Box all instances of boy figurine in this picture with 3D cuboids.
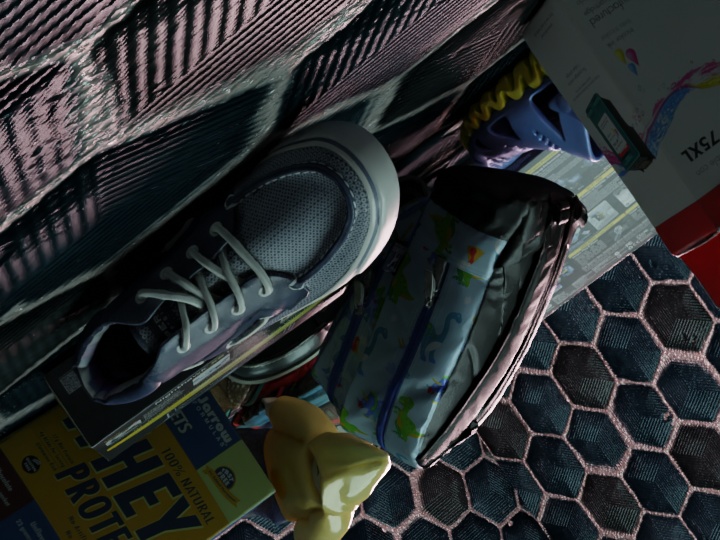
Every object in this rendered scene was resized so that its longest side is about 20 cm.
[{"bbox_3d":[-0.045,0.154,1.036,0.064,0.126,0.199,-8,179,-31],"label":"boy figurine"}]

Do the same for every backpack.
[{"bbox_3d":[0.056,0.031,0.954,0.163,0.152,0.203,-17,119,-70],"label":"backpack"}]

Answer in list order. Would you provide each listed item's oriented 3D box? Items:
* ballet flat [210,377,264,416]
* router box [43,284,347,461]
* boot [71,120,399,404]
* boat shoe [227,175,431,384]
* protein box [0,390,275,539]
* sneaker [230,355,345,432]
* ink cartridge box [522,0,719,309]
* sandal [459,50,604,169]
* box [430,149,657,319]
[{"bbox_3d":[-0.116,0.080,1.129,0.071,0.065,0.200,-65,-174,-18],"label":"ballet flat"},{"bbox_3d":[-0.095,0.037,0.887,0.199,0.053,0.157,-36,175,-12],"label":"router box"},{"bbox_3d":[-0.063,0.006,0.678,0.090,0.073,0.200,-39,179,-42],"label":"boot"},{"bbox_3d":[-0.025,0.001,1.015,0.199,0.073,0.062,-38,165,-13],"label":"boat shoe"},{"bbox_3d":[-0.203,0.180,1.025,0.199,0.136,0.198,-32,174,-33],"label":"protein box"},{"bbox_3d":[-0.036,0.118,1.136,0.080,0.095,0.200,-51,-169,-22],"label":"sneaker"},{"bbox_3d":[0.198,-0.093,0.810,0.116,0.201,0.067,-34,176,-15],"label":"ink cartridge box"},{"bbox_3d":[0.135,-0.106,0.950,0.079,0.088,0.200,-35,178,-28],"label":"sandal"},{"bbox_3d":[0.153,-0.051,1.101,0.199,0.049,0.161,-39,137,18],"label":"box"}]
